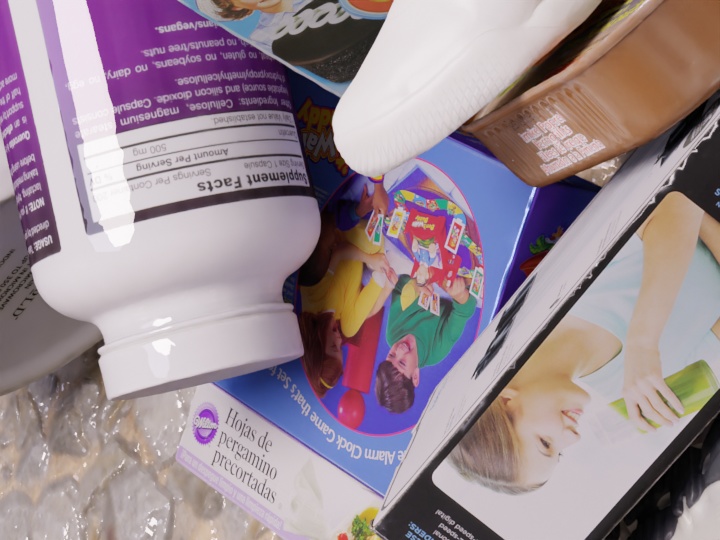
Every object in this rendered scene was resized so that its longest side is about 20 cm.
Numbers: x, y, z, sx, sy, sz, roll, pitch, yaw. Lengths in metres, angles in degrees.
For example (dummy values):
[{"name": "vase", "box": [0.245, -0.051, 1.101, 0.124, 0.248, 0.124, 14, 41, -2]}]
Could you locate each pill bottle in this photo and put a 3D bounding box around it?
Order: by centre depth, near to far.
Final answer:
[{"name": "pill bottle", "box": [-0.080, -0.057, 0.860, 0.112, 0.112, 0.201, -17, 84, 45]}]

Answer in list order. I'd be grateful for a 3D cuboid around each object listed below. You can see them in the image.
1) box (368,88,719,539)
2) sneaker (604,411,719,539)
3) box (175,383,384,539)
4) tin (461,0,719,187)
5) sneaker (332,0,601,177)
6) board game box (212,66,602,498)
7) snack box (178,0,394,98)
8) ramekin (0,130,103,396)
[{"name": "box", "box": [0.093, 0.009, 0.721, 0.060, 0.117, 0.200, 38, 112, -3]}, {"name": "sneaker", "box": [0.128, 0.095, 0.712, 0.200, 0.079, 0.078, 132, 149, -54]}, {"name": "box", "box": [0.001, 0.096, 0.881, 0.200, 0.041, 0.039, 30, 105, 48]}, {"name": "tin", "box": [0.094, -0.081, 0.729, 0.112, 0.042, 0.200, -44, 6, -13]}, {"name": "sneaker", "box": [0.049, -0.122, 0.720, 0.200, 0.088, 0.075, -46, 8, 8]}, {"name": "board game box", "box": [0.000, 0.000, 0.894, 0.200, 0.045, 0.135, 30, 105, 47]}, {"name": "snack box", "box": [0.038, -0.143, 0.790, 0.200, 0.116, 0.037, -38, 51, 23]}, {"name": "ramekin", "box": [-0.165, -0.025, 0.980, 0.203, 0.202, 0.094, -51, 61, 30]}]
